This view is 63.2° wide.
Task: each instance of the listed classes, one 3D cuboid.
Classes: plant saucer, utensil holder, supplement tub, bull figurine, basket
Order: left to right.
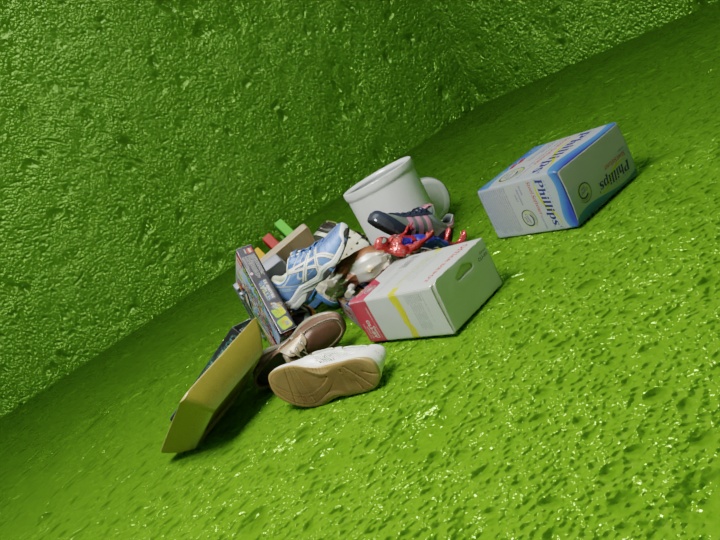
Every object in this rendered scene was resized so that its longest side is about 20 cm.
[{"bbox_3d":[-0.237,0.204,0.978,0.201,0.048,0.201,-53,-3,-47],"label":"plant saucer"},{"bbox_3d":[-0.069,0.012,1.313,0.176,0.139,0.201,-47,-7,-40],"label":"basket"},{"bbox_3d":[0.000,0.000,1.114,0.198,0.066,0.122,-29,16,20],"label":"bull figurine"},{"bbox_3d":[0.082,-0.119,1.276,0.168,0.202,0.170,-29,13,7],"label":"utensil holder"},{"bbox_3d":[0.145,-0.177,1.531,0.122,0.124,0.200,-33,13,-11],"label":"supplement tub"}]

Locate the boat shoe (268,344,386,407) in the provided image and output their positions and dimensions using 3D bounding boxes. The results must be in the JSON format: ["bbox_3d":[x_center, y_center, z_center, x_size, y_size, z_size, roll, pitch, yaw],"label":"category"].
[{"bbox_3d":[-0.046,0.150,0.867,0.197,0.072,0.069,-13,18,30],"label":"boat shoe"}]

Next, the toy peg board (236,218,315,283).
[{"bbox_3d":[-0.192,-0.002,1.378,0.199,0.201,0.098,-41,53,-13],"label":"toy peg board"}]

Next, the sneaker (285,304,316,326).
[{"bbox_3d":[-0.149,0.084,1.190,0.079,0.076,0.200,-60,34,14],"label":"sneaker"}]

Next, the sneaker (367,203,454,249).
[{"bbox_3d":[0.100,-0.096,1.120,0.070,0.198,0.083,20,93,54],"label":"sneaker"}]

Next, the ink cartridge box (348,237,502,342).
[{"bbox_3d":[0.100,0.035,0.921,0.145,0.084,0.199,-39,14,-35],"label":"ink cartridge box"}]

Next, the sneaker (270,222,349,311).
[{"bbox_3d":[-0.095,-0.015,1.104,0.201,0.077,0.076,-49,12,13],"label":"sneaker"}]

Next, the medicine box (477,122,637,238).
[{"bbox_3d":[0.345,-0.155,1.038,0.181,0.104,0.199,-37,13,-24],"label":"medicine box"}]

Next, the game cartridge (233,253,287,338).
[{"bbox_3d":[-0.197,0.057,1.307,0.132,0.201,0.041,-34,54,-16],"label":"game cartridge"}]

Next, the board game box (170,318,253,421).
[{"bbox_3d":[-0.265,0.184,1.085,0.201,0.028,0.135,-55,-1,4],"label":"board game box"}]

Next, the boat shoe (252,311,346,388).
[{"bbox_3d":[-0.106,0.146,1.016,0.199,0.076,0.072,-37,14,15],"label":"boat shoe"}]

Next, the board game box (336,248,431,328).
[{"bbox_3d":[0.059,0.028,1.123,0.198,0.047,0.151,-33,13,-8],"label":"board game box"}]

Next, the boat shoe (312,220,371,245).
[{"bbox_3d":[-0.017,-0.067,1.387,0.199,0.072,0.061,22,62,21],"label":"boat shoe"}]

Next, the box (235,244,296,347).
[{"bbox_3d":[-0.185,0.061,1.126,0.034,0.201,0.111,-21,-28,-24],"label":"box"}]

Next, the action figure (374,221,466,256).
[{"bbox_3d":[0.103,-0.055,1.046,0.198,0.053,0.065,-11,21,-37],"label":"action figure"}]
